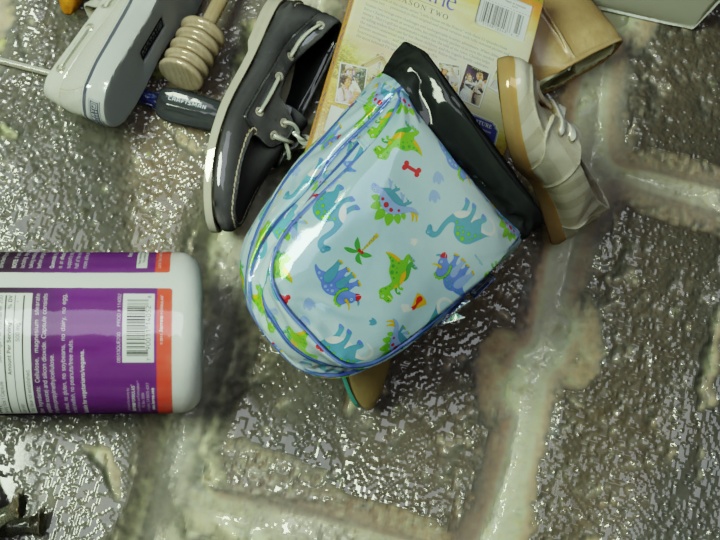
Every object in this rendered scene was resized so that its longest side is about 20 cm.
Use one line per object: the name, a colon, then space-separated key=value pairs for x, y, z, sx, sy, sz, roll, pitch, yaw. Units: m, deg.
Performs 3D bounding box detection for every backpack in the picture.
backpack: x=0.009 y=-0.022 z=0.801 sx=0.199 sy=0.154 sz=0.163 roll=-36 pitch=110 yaw=9

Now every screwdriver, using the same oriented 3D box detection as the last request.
screwdriver: x=-0.193 y=-0.145 z=0.933 sx=0.198 sy=0.028 sz=0.029 roll=19 pitch=103 yaw=0

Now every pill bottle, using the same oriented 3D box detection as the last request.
pill bottle: x=-0.209 y=0.043 z=0.835 sx=0.198 sy=0.113 sz=0.114 roll=0 pitch=75 yaw=-7

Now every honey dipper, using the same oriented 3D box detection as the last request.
honey dipper: x=-0.103 y=-0.233 z=0.954 sx=0.038 sy=0.038 sz=0.201 roll=22 pitch=67 yaw=-1

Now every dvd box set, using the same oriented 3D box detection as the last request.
dvd box set: x=0.047 y=-0.138 z=0.896 sx=0.145 sy=0.029 sz=0.202 roll=18 pitch=77 yaw=-13

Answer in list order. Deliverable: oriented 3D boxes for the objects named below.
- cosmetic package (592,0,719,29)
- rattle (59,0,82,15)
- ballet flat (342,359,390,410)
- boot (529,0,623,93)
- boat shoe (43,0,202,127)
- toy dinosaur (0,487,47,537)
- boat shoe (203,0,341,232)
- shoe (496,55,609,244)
cosmetic package: x=0.257 y=-0.317 z=1.003 sx=0.102 sy=0.087 sz=0.202 roll=12 pitch=73 yaw=-5
rattle: x=-0.146 y=-0.294 z=0.957 sx=0.199 sy=0.130 sz=0.144 roll=-13 pitch=88 yaw=-37
ballet flat: x=0.000 y=0.000 z=0.892 sx=0.063 sy=0.069 sz=0.202 roll=-17 pitch=78 yaw=12
boot: x=0.093 y=-0.228 z=0.971 sx=0.174 sy=0.066 sz=0.201 roll=-29 pitch=82 yaw=-13
boat shoe: x=-0.177 y=-0.200 z=0.923 sx=0.069 sy=0.071 sz=0.201 roll=18 pitch=66 yaw=13
toy dinosaur: x=-0.278 y=0.193 z=0.818 sx=0.101 sy=0.077 sz=0.202 roll=5 pitch=79 yaw=6
boat shoe: x=-0.066 y=-0.118 z=0.913 sx=0.062 sy=0.073 sz=0.202 roll=12 pitch=69 yaw=11
shoe: x=0.140 y=-0.090 z=0.874 sx=0.053 sy=0.200 sz=0.070 roll=-14 pitch=57 yaw=14
